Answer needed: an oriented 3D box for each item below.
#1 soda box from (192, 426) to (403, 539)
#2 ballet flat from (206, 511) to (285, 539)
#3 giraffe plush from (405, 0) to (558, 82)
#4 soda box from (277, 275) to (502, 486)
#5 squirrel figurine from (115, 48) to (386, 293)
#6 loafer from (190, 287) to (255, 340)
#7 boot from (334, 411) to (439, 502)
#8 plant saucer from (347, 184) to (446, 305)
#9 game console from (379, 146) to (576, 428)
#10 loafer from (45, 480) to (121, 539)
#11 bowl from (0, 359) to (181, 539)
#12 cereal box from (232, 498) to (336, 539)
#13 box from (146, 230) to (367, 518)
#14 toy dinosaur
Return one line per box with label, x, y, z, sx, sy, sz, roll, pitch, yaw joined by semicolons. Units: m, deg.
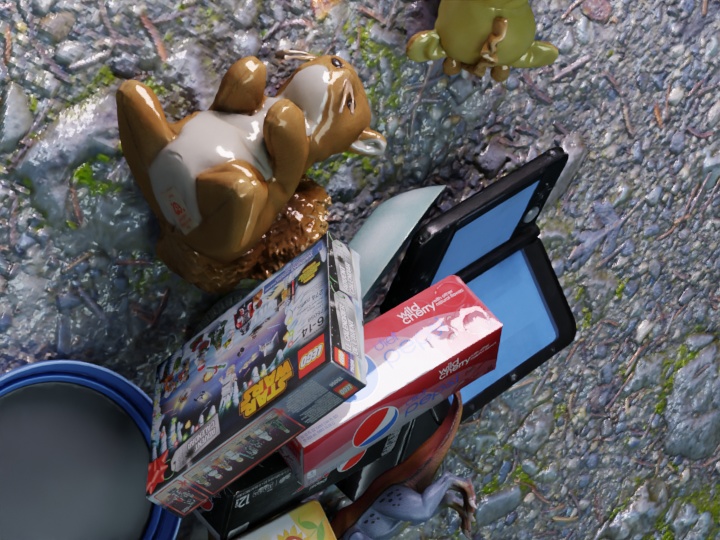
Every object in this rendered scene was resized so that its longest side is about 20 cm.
soda box;-0.055;0.146;1.235;0.199;0.071;0.064;-22;143;-39
ballet flat;-0.094;0.237;1.309;0.200;0.068;0.064;49;35;-63
giraffe plush;0.116;-0.238;1.207;0.163;0.171;0.201;102;15;-51
soda box;0.017;0.086;1.190;0.199;0.070;0.064;-30;149;-21
squirrel figurine;-0.074;-0.080;1.165;0.186;0.141;0.201;-35;146;-33
loafer;-0.110;0.102;1.263;0.069;0.075;0.202;-8;129;-52
boot;0.074;0.133;1.418;0.163;0.066;0.202;15;98;-30
plant saucer;0.000;0.000;1.255;0.202;0.039;0.201;-55;178;-3
game console;0.127;0.014;1.326;0.199;0.116;0.177;-31;158;-35
loafer;-0.262;0.226;1.207;0.201;0.068;0.071;-45;155;-16
bowl;-0.236;0.171;1.152;0.198;0.039;0.203;1;86;-22
cereal box;-0.089;0.287;1.168;0.199;0.039;0.145;-23;86;-31
box;-0.080;0.078;1.109;0.199;0.138;0.040;-38;125;26
toy dinosaur;0.008;0.220;1.304;0.179;0.202;0.105;-4;164;-4
